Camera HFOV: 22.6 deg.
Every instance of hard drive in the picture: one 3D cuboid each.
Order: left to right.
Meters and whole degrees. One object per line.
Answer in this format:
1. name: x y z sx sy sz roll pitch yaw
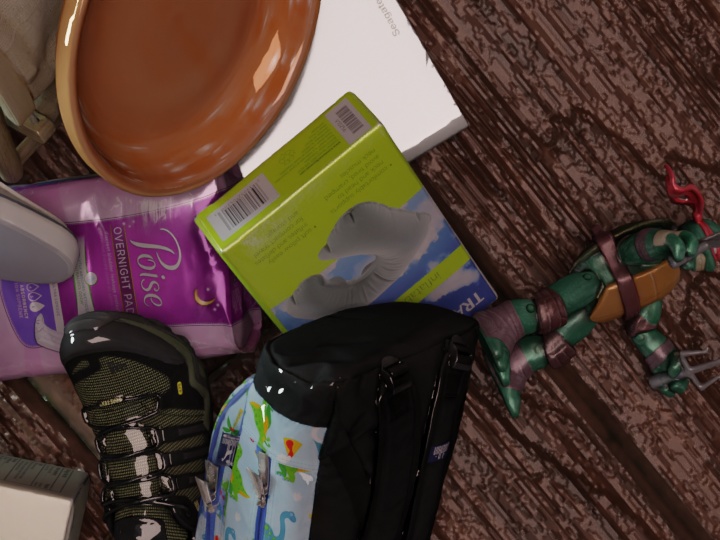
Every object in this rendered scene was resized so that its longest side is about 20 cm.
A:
1. hard drive: -0.048 -0.099 1.161 0.199 0.027 0.133 -31 93 -1

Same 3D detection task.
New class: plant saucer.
1. plant saucer: -0.098 -0.140 1.009 0.037 0.200 0.202 27 91 31

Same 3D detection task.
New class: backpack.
1. backpack: -0.019 0.128 1.049 0.153 0.163 0.202 8 107 33

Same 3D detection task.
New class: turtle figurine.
1. turtle figurine: 0.171 0.019 1.145 0.198 0.101 0.150 -25 134 0

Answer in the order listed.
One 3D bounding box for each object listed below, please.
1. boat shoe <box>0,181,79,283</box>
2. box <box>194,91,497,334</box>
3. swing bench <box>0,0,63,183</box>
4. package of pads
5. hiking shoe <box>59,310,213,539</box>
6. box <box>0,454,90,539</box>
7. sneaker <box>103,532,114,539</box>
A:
1. boat shoe: -0.252 -0.058 1.057 0.199 0.074 0.066 25 58 -11
2. box: 0.000 0.000 1.100 0.122 0.048 0.200 -39 134 -1
3. swing bench: -0.177 -0.182 1.041 0.130 0.200 0.199 41 73 -4
4. package of pads: -0.166 0.002 1.121 0.198 0.076 0.122 -7 98 9
5. hiking shoe: -0.121 0.114 1.072 0.075 0.101 0.201 -15 127 17
6. box: -0.276 0.151 1.129 0.198 0.095 0.079 12 93 -2
7. sneaker: -0.149 0.257 1.161 0.075 0.070 0.202 27 76 -41
